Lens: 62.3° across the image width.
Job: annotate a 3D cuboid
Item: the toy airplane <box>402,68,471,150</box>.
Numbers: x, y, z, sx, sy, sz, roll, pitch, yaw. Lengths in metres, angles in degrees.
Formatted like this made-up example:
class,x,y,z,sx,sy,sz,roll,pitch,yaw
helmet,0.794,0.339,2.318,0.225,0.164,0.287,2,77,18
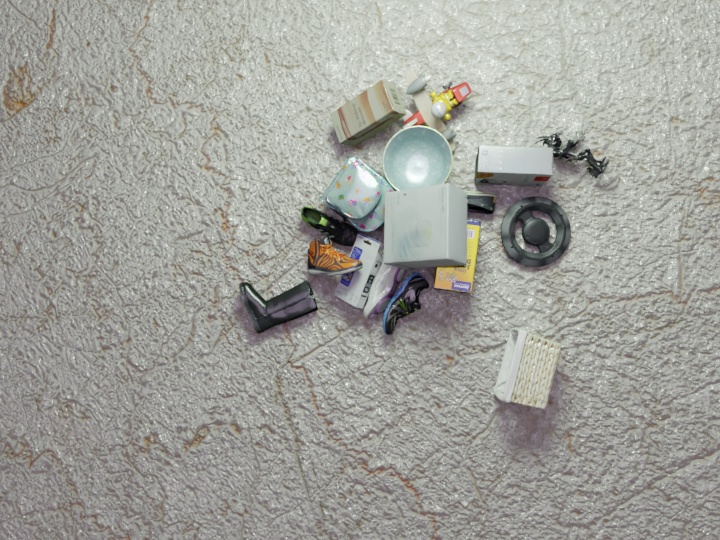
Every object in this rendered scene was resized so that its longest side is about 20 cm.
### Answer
class,x,y,z,sx,sy,sz,roll,pitch,yaw
toy airplane,0.206,-0.461,1.716,0.198,0.141,0.201,13,107,-5

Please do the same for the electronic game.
class,x,y,z,sx,sy,sz,roll,pitch,yaw
electronic game,0.500,-0.111,1.703,0.198,0.042,0.202,0,92,2

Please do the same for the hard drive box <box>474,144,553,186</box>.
class,x,y,z,sx,sy,sz,roll,pitch,yaw
hard drive box,0.424,-0.291,1.669,0.198,0.156,0.078,3,87,8

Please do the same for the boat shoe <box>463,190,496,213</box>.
class,x,y,z,sx,sy,sz,roll,pitch,yaw
boat shoe,0.294,-0.192,1.722,0.198,0.075,0.063,1,80,2

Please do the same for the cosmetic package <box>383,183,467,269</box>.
class,x,y,z,sx,sy,sz,roll,pitch,yaw
cosmetic package,0.176,-0.114,1.613,0.199,0.123,0.201,-4,81,33

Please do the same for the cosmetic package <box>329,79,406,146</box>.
class,x,y,z,sx,sy,sz,roll,pitch,yaw
cosmetic package,0.021,-0.454,1.729,0.199,0.087,0.104,-26,81,32

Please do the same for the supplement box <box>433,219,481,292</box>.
class,x,y,z,sx,sy,sz,roll,pitch,yaw
supplement box,0.274,-0.041,1.694,0.109,0.109,0.202,7,87,8

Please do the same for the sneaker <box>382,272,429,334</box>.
class,x,y,z,sx,sy,sz,roll,pitch,yaw
sneaker,0.129,0.102,1.722,0.082,0.071,0.200,33,88,15

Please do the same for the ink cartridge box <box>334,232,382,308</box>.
class,x,y,z,sx,sy,sz,roll,pitch,yaw
ink cartridge box,0.000,0.000,1.733,0.099,0.039,0.201,27,99,41

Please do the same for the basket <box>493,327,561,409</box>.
class,x,y,z,sx,sy,sz,roll,pitch,yaw
basket,0.458,0.270,1.638,0.122,0.136,0.202,16,88,4

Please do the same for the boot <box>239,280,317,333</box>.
class,x,y,z,sx,sy,sz,roll,pitch,yaw
boot,-0.243,0.077,1.775,0.199,0.066,0.166,-23,92,9

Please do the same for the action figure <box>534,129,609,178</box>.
class,x,y,z,sx,sy,sz,roll,pitch,yaw
action figure,0.597,-0.346,1.673,0.199,0.119,0.102,29,123,2

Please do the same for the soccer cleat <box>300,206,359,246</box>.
class,x,y,z,sx,sy,sz,roll,pitch,yaw
soccer cleat,-0.091,-0.129,1.762,0.199,0.081,0.068,27,90,6

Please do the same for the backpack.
class,x,y,z,sx,sy,sz,roll,pitch,yaw
backpack,0.007,-0.211,1.722,0.199,0.153,0.176,37,95,-2

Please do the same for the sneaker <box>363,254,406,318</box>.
class,x,y,z,sx,sy,sz,roll,pitch,yaw
sneaker,0.057,0.046,1.748,0.099,0.075,0.201,31,93,31

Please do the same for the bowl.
class,x,y,z,sx,sy,sz,roll,pitch,yaw
bowl,0.166,-0.307,1.726,0.198,0.108,0.202,0,89,8

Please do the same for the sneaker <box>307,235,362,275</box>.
class,x,y,z,sx,sy,sz,roll,pitch,yaw
sneaker,-0.083,-0.046,1.718,0.199,0.077,0.113,-1,99,36
